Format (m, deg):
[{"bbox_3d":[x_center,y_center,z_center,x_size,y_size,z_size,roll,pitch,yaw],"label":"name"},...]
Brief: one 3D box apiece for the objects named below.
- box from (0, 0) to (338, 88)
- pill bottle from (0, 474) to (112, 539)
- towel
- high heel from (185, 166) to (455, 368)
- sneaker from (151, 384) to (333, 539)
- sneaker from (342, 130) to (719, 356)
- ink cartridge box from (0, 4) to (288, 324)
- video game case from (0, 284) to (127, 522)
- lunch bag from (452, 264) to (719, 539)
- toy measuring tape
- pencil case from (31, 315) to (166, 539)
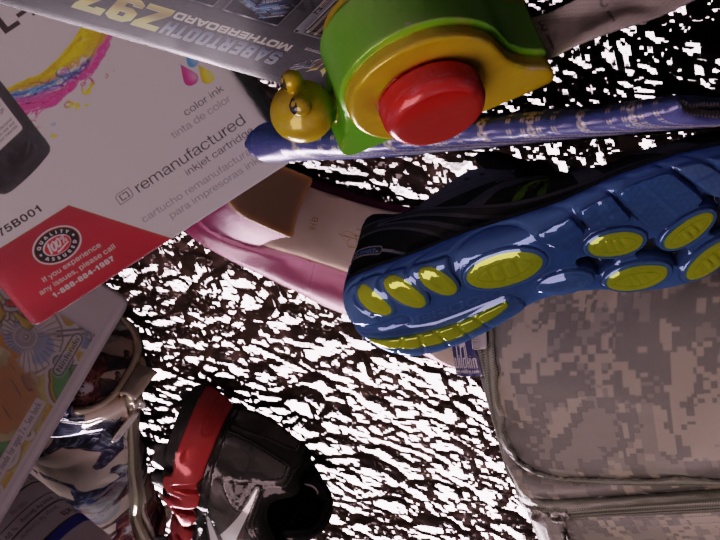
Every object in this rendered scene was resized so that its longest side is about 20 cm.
[{"bbox_3d":[-0.037,-0.144,0.966,0.200,0.051,0.158,14,142,-32],"label":"box"},{"bbox_3d":[-0.204,0.164,1.353,0.200,0.112,0.112,36,146,8],"label":"pill bottle"},{"bbox_3d":[0.068,-0.065,1.049,0.200,0.024,0.145,-4,-177,29],"label":"towel"},{"bbox_3d":[0.000,0.000,1.222,0.200,0.067,0.096,22,170,-20],"label":"high heel"},{"bbox_3d":[-0.066,0.147,1.426,0.098,0.071,0.201,17,143,9],"label":"sneaker"},{"bbox_3d":[0.084,-0.026,1.079,0.199,0.083,0.071,-17,133,14],"label":"sneaker"},{"bbox_3d":[-0.145,-0.096,1.077,0.146,0.083,0.200,-33,128,4],"label":"ink cartridge box"},{"bbox_3d":[-0.245,0.053,1.273,0.182,0.200,0.023,31,162,-6],"label":"video game case"},{"bbox_3d":[0.157,0.051,1.142,0.200,0.139,0.168,-4,121,30],"label":"lunch bag"},{"bbox_3d":[0.055,-0.100,0.957,0.200,0.074,0.074,-23,133,5],"label":"toy measuring tape"},{"bbox_3d":[-0.153,0.103,1.405,0.089,0.078,0.200,35,150,25],"label":"pencil case"}]
